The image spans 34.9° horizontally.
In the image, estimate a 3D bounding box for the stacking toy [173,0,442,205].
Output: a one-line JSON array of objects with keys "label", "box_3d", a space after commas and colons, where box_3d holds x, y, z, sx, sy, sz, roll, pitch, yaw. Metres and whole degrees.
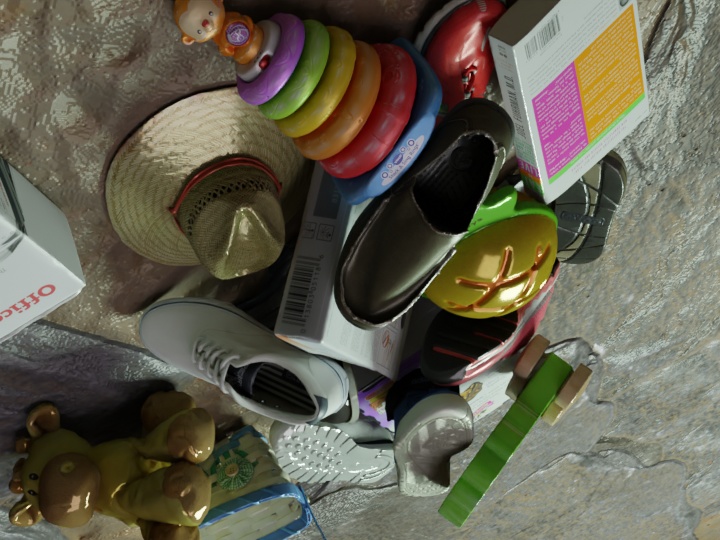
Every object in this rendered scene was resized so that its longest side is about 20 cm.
[{"label": "stacking toy", "box_3d": [-0.048, -0.144, 0.821, 0.199, 0.110, 0.116, 27, 114, -34]}]

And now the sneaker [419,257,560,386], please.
[{"label": "sneaker", "box_3d": [0.130, 0.061, 1.081, 0.200, 0.073, 0.087, -40, 138, -37]}]

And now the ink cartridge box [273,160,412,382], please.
[{"label": "ink cartridge box", "box_3d": [0.000, 0.000, 0.995, 0.050, 0.163, 0.200, 9, 169, 20]}]

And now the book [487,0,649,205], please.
[{"label": "book", "box_3d": [0.172, -0.159, 0.930, 0.134, 0.048, 0.200, -45, 147, -15]}]

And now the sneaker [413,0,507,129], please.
[{"label": "sneaker", "box_3d": [0.079, -0.130, 0.914, 0.076, 0.085, 0.201, -9, 143, -25]}]

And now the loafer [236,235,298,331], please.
[{"label": "loafer", "box_3d": [-0.075, 0.054, 1.066, 0.072, 0.073, 0.200, 4, 136, -37]}]

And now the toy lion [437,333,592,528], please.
[{"label": "toy lion", "box_3d": [0.142, 0.166, 1.119, 0.192, 0.068, 0.200, -53, 169, -9]}]

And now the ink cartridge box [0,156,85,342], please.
[{"label": "ink cartridge box", "box_3d": [-0.311, -0.026, 0.798, 0.144, 0.085, 0.200, -30, 144, 6]}]

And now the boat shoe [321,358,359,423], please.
[{"label": "boat shoe", "box_3d": [-0.046, 0.113, 1.100, 0.060, 0.072, 0.201, -8, 177, -12]}]

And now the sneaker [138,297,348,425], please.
[{"label": "sneaker", "box_3d": [-0.107, 0.075, 0.988, 0.071, 0.199, 0.074, -28, 134, -72]}]

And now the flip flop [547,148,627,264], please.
[{"label": "flip flop", "box_3d": [0.205, -0.065, 1.100, 0.080, 0.058, 0.200, 11, 150, 1]}]

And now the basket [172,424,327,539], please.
[{"label": "basket", "box_3d": [-0.130, 0.283, 1.212, 0.175, 0.201, 0.139, -26, 153, -5]}]

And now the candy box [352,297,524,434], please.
[{"label": "candy box", "box_3d": [0.083, 0.101, 1.231, 0.167, 0.072, 0.200, -34, 144, 10]}]

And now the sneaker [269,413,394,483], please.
[{"label": "sneaker", "box_3d": [-0.037, 0.177, 1.236, 0.076, 0.081, 0.200, -42, 145, 16]}]

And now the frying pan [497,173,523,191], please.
[{"label": "frying pan", "box_3d": [0.120, -0.062, 1.071, 0.114, 0.031, 0.191, -4, 128, -44]}]

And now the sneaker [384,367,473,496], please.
[{"label": "sneaker", "box_3d": [0.064, 0.132, 1.098, 0.076, 0.112, 0.200, -3, 150, -1]}]

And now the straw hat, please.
[{"label": "straw hat", "box_3d": [-0.101, -0.042, 0.912, 0.200, 0.085, 0.202, -17, 145, -12]}]

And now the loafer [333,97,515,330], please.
[{"label": "loafer", "box_3d": [0.042, -0.039, 0.850, 0.075, 0.070, 0.201, 31, 105, -2]}]

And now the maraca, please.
[{"label": "maraca", "box_3d": [0.101, -0.020, 0.976, 0.137, 0.107, 0.200, -35, 157, 12]}]

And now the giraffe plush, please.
[{"label": "giraffe plush", "box_3d": [-0.248, 0.196, 1.100, 0.161, 0.174, 0.200, 9, 168, -27]}]
